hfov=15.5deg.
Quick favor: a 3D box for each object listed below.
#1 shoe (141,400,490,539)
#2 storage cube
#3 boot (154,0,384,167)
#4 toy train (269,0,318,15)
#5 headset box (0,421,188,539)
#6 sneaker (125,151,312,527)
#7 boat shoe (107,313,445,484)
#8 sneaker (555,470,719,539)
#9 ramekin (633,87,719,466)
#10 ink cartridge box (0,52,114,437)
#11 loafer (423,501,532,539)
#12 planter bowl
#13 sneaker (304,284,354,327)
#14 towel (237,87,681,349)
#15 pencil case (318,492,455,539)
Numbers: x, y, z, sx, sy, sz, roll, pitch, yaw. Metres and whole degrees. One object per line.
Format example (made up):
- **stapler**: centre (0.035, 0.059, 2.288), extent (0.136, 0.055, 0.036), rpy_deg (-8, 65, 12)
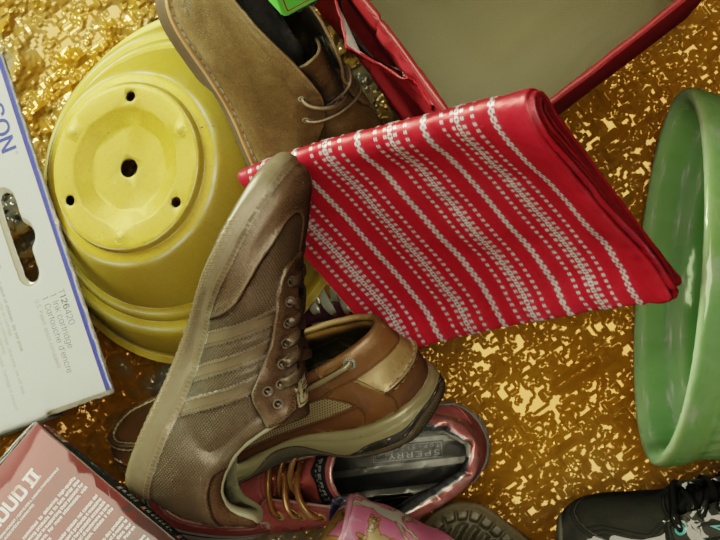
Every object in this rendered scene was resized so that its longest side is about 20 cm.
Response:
- **shoe**: centre (-0.028, 0.110, 1.460), extent (0.200, 0.091, 0.072), rpy_deg (-9, 89, 4)
- **storage cube**: centre (0.071, -0.166, 1.398), extent (0.200, 0.180, 0.171), rpy_deg (-37, 88, -4)
- **boot**: centre (-0.025, -0.083, 1.369), extent (0.074, 0.075, 0.200), rpy_deg (-46, 106, -21)
- **toy train**: centre (0.032, -0.187, 1.281), extent (0.200, 0.042, 0.056), rpy_deg (-28, 130, -8)
- **headset box**: centre (-0.130, 0.160, 1.403), extent (0.200, 0.149, 0.075), rpy_deg (40, 84, 2)
- **sneaker**: centre (-0.051, 0.038, 1.346), extent (0.075, 0.070, 0.200), rpy_deg (24, 110, 4)
- **boat shoe**: centre (-0.052, 0.062, 1.418), extent (0.200, 0.076, 0.074), rpy_deg (-15, 123, 28)
- **sneaker**: centre (0.207, 0.129, 1.442), extent (0.200, 0.075, 0.079), rpy_deg (0, 128, -2)
- **ramekin**: centre (0.209, 0.007, 1.394), extent (0.098, 0.200, 0.200), rpy_deg (5, 90, -4)
- **ink cartridge box**: centre (-0.241, 0.004, 1.474), extent (0.200, 0.047, 0.198), rpy_deg (-19, 87, 21)
- **loafer**: centre (0.112, 0.199, 1.462), extent (0.076, 0.067, 0.200), rpy_deg (-42, 94, 6)
- **planter bowl**: centre (-0.108, -0.051, 1.437), extent (0.200, 0.083, 0.201), rpy_deg (-3, 83, 26)
- **sneaker**: centre (0.000, 0.000, 1.458), extent (0.200, 0.090, 0.075), rpy_deg (-15, 89, 4)
- **towel**: centre (0.049, -0.020, 1.334), extent (0.200, 0.022, 0.145), rpy_deg (-13, 128, 40)
- **pencil case**: centre (0.067, 0.186, 1.384), extent (0.200, 0.087, 0.083), rpy_deg (21, 114, -1)
